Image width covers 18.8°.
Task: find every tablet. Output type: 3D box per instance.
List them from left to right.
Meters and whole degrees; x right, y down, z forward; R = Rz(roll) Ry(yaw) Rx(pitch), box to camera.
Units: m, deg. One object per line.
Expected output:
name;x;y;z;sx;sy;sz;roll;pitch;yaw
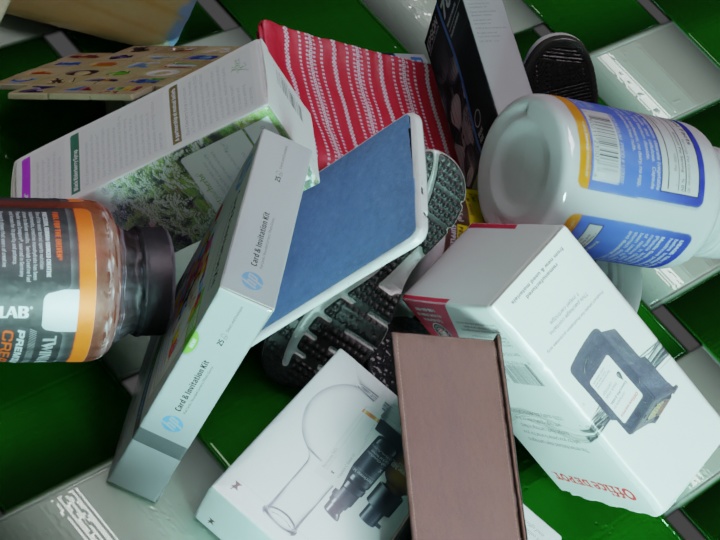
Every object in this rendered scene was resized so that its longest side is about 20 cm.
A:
tablet;-0.033;-0.019;1.515;0.014;0.199;0.131;39;32;-33

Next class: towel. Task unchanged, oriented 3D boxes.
towel;0.015;-0.121;1.686;0.198;0.023;0.146;11;48;-28

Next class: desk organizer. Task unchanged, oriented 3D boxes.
desk organizer;0.055;0.142;1.400;0.076;0.072;0.202;5;57;-16

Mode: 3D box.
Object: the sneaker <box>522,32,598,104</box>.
sneaker;0.144;-0.111;1.744;0.083;0.202;0.121;0;28;-9

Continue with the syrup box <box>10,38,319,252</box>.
syrup box;-0.134;-0.067;1.477;0.079;0.199;0.082;55;17;-39

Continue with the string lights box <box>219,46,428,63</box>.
string lights box;-0.021;-0.119;1.723;0.199;0.059;0.103;-2;52;-36

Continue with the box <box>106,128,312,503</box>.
box;-0.098;0.031;1.409;0.041;0.200;0.157;24;41;-11

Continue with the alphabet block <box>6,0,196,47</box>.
alphabet block;-0.214;-0.315;1.674;0.198;0.197;0.196;11;40;-26

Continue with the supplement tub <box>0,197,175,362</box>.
supplement tub;-0.221;0.006;1.394;0.198;0.107;0.108;0;49;-17

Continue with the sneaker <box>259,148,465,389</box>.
sneaker;0.000;0.000;1.552;0.074;0.200;0.080;40;-2;-15

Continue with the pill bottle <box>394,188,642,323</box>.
pill bottle;0.112;0.001;1.655;0.198;0.110;0.110;11;44;-26

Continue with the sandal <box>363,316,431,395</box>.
sandal;0.044;0.129;1.541;0.075;0.045;0.202;-6;68;-32

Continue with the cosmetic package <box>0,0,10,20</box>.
cosmetic package;-0.305;-0.144;1.518;0.073;0.104;0.201;25;41;-12

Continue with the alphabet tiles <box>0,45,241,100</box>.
alphabet tiles;-0.166;-0.145;1.588;0.165;0.006;0.200;2;16;21

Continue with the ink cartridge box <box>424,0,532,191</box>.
ink cartridge box;0.088;-0.165;1.685;0.039;0.100;0.201;-3;54;-15

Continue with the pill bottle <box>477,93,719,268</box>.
pill bottle;0.194;-0.061;1.600;0.199;0.112;0.113;8;46;-34

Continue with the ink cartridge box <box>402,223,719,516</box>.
ink cartridge box;0.143;0.067;1.523;0.084;0.145;0.200;-45;108;-16

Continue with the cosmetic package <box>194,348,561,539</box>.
cosmetic package;0.013;0.170;1.441;0.200;0.052;0.151;40;55;6

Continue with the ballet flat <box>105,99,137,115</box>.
ballet flat;-0.149;-0.101;1.613;0.067;0.063;0.201;11;45;-24
